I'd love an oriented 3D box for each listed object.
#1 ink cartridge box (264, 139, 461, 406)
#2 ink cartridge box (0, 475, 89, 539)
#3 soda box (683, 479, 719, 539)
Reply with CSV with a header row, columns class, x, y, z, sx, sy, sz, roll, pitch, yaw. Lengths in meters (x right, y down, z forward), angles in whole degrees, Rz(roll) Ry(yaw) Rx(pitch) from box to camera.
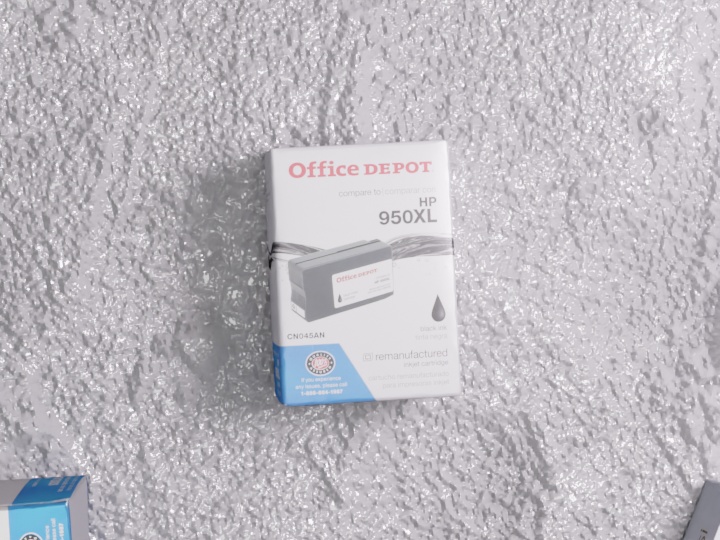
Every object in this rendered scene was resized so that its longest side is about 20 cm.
class,x,y,z,sx,sy,sz,roll,pitch,yaw
ink cartridge box,0.000,0.000,1.199,0.143,0.084,0.202,-3,91,-6
ink cartridge box,-0.308,0.241,1.143,0.198,0.145,0.149,-3,91,-6
soda box,0.284,0.278,1.239,0.063,0.068,0.201,24,86,-5
